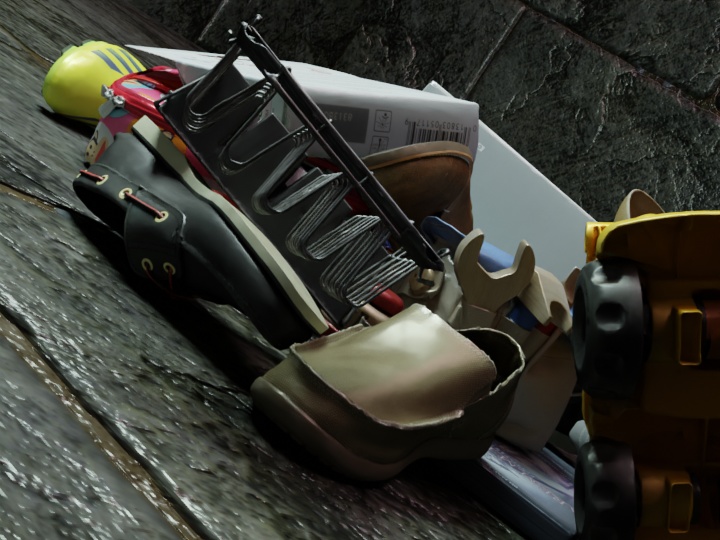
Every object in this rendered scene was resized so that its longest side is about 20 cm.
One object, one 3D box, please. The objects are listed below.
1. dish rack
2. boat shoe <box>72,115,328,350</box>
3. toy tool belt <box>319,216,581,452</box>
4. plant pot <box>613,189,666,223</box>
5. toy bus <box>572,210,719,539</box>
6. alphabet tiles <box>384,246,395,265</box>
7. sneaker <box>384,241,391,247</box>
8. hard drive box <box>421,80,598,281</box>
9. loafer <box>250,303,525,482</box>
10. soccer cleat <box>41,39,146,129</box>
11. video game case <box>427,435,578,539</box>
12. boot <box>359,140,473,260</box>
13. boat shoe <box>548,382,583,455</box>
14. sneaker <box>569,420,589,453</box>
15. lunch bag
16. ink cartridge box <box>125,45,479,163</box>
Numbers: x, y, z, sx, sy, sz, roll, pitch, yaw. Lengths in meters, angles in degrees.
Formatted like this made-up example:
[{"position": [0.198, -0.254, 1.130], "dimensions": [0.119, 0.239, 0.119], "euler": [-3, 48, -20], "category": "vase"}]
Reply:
[{"position": [-0.030, -0.043, 0.667], "dimensions": [0.154, 0.055, 0.200], "euler": [49, -5, -7], "category": "dish rack"}, {"position": [-0.084, -0.011, 0.720], "dimensions": [0.201, 0.063, 0.074], "euler": [41, -11, 45], "category": "boat shoe"}, {"position": [0.070, 0.017, 0.838], "dimensions": [0.200, 0.123, 0.125], "euler": [28, 9, -44], "category": "toy tool belt"}, {"position": [0.217, 0.041, 0.949], "dimensions": [0.200, 0.027, 0.201], "euler": [49, 26, -34], "category": "plant pot"}, {"position": [0.172, 0.063, 0.772], "dimensions": [0.135, 0.202, 0.192], "euler": [0, 6, -3], "category": "toy bus"}, {"position": [0.000, 0.000, 1.003], "dimensions": [0.199, 0.008, 0.167], "euler": [13, 14, -17], "category": "alphabet tiles"}, {"position": [0.028, -0.045, 1.277], "dimensions": [0.075, 0.079, 0.200], "euler": [26, -21, 44], "category": "sneaker"}, {"position": [0.107, -0.032, 1.076], "dimensions": [0.200, 0.077, 0.156], "euler": [42, -5, 14], "category": "hard drive box"}, {"position": [0.019, 0.052, 0.678], "dimensions": [0.076, 0.068, 0.200], "euler": [36, 14, 23], "category": "loafer"}, {"position": [-0.170, -0.123, 1.093], "dimensions": [0.084, 0.065, 0.200], "euler": [39, 7, 21], "category": "soccer cleat"}, {"position": [0.082, 0.111, 0.840], "dimensions": [0.143, 0.019, 0.200], "euler": [36, 6, 18], "category": "video game case"}, {"position": [0.043, -0.030, 0.891], "dimensions": [0.200, 0.073, 0.076], "euler": [40, 41, -73], "category": "boot"}, {"position": [0.113, 0.073, 1.013], "dimensions": [0.072, 0.068, 0.200], "euler": [34, 2, 42], "category": "boat shoe"}, {"position": [0.222, 0.156, 0.983], "dimensions": [0.200, 0.075, 0.115], "euler": [40, -9, -25], "category": "sneaker"}, {"position": [-0.083, -0.065, 0.958], "dimensions": [0.199, 0.082, 0.176], "euler": [26, 16, 6], "category": "lunch bag"}, {"position": [-0.043, -0.111, 0.943], "dimensions": [0.162, 0.057, 0.199], "euler": [0, 10, -40], "category": "ink cartridge box"}]
